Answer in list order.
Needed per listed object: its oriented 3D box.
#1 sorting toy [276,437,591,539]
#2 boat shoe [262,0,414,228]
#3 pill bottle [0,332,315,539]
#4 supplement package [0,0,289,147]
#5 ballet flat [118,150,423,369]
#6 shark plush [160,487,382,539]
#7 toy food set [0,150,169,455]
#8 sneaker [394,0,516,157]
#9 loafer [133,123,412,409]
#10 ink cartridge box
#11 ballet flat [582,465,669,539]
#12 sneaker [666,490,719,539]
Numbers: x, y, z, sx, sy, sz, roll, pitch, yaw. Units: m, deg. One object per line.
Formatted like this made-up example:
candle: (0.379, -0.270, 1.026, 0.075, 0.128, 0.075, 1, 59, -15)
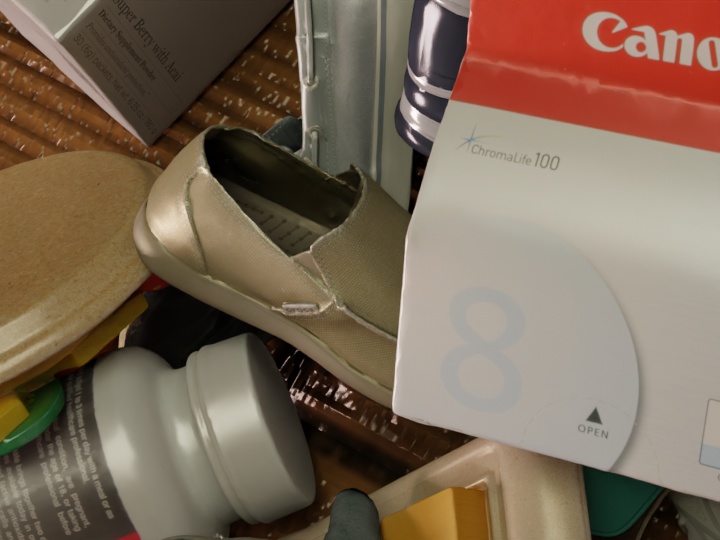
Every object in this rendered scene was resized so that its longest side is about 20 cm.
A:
sorting toy: (0.019, 0.173, 0.733, 0.200, 0.036, 0.186, -31, 55, 46)
boat shoe: (-0.011, -0.056, 0.819, 0.071, 0.202, 0.070, 4, 24, 1)
pill bottle: (-0.126, 0.100, 0.818, 0.199, 0.111, 0.111, -22, 64, 7)
supplement package: (-0.095, -0.189, 0.921, 0.200, 0.121, 0.120, -47, 63, -5)
ballet flat: (-0.039, -0.021, 0.883, 0.200, 0.067, 0.057, -44, 24, -6)
shark plush: (-0.019, 0.163, 0.690, 0.091, 0.083, 0.200, -64, 34, 23)
toy food set: (-0.170, 0.012, 0.836, 0.199, 0.049, 0.198, 7, 42, 45)
sneaker: (0.104, -0.089, 0.746, 0.199, 0.109, 0.070, -4, 40, -25)
loafer: (0.000, 0.000, 0.757, 0.199, 0.068, 0.076, 21, 45, 4)
ink cartridge box: (0.097, -0.025, 0.638, 0.159, 0.047, 0.201, 14, 115, 22)
ballet flat: (0.088, 0.096, 0.759, 0.200, 0.067, 0.062, -55, 17, 30)
sneaker: (0.169, 0.121, 0.749, 0.200, 0.075, 0.081, 40, 95, 28)
